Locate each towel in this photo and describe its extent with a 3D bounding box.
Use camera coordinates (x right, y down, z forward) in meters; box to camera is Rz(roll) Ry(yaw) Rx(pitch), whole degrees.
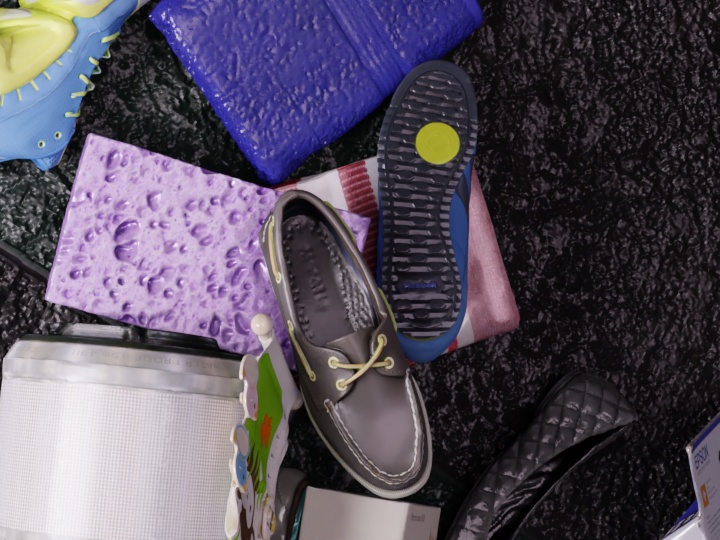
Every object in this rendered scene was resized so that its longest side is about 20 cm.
[{"bbox_3d":[-0.028,-0.170,1.329,0.200,0.049,0.148,-39,106,-17],"label":"towel"},{"bbox_3d":[0.000,0.000,1.348,0.198,0.023,0.146,-18,94,-15],"label":"towel"}]

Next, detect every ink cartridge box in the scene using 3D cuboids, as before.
[{"bbox_3d":[0.250,0.196,1.333,0.040,0.199,0.202,-15,92,23],"label":"ink cartridge box"}]

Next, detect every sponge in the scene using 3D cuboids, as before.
[{"bbox_3d":[-0.097,-0.007,1.295,0.198,0.030,0.113,16,86,-15],"label":"sponge"}]

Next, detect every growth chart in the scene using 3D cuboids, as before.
[{"bbox_3d":[-0.062,0.138,1.209,0.018,0.145,0.202,3,73,10],"label":"growth chart"}]

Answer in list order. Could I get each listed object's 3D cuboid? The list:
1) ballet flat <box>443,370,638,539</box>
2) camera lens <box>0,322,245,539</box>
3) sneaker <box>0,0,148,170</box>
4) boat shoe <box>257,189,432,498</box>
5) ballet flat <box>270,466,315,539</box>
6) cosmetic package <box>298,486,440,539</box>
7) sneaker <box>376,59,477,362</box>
[{"bbox_3d":[0.114,0.152,1.345,0.057,0.067,0.200,32,73,24],"label":"ballet flat"},{"bbox_3d":[-0.148,0.138,1.224,0.158,0.160,0.202,6,85,-16],"label":"camera lens"},{"bbox_3d":[-0.198,-0.130,1.281,0.199,0.076,0.106,-29,113,-16],"label":"sneaker"},{"bbox_3d":[-0.011,0.045,1.242,0.071,0.061,0.203,-23,76,-8],"label":"boat shoe"},{"bbox_3d":[-0.072,0.228,1.300,0.063,0.067,0.202,6,83,10],"label":"ballet flat"},{"bbox_3d":[-0.006,0.245,1.282,0.072,0.103,0.202,8,85,15],"label":"cosmetic package"},{"bbox_3d":[0.042,-0.038,1.324,0.065,0.079,0.202,3,73,2],"label":"sneaker"}]
